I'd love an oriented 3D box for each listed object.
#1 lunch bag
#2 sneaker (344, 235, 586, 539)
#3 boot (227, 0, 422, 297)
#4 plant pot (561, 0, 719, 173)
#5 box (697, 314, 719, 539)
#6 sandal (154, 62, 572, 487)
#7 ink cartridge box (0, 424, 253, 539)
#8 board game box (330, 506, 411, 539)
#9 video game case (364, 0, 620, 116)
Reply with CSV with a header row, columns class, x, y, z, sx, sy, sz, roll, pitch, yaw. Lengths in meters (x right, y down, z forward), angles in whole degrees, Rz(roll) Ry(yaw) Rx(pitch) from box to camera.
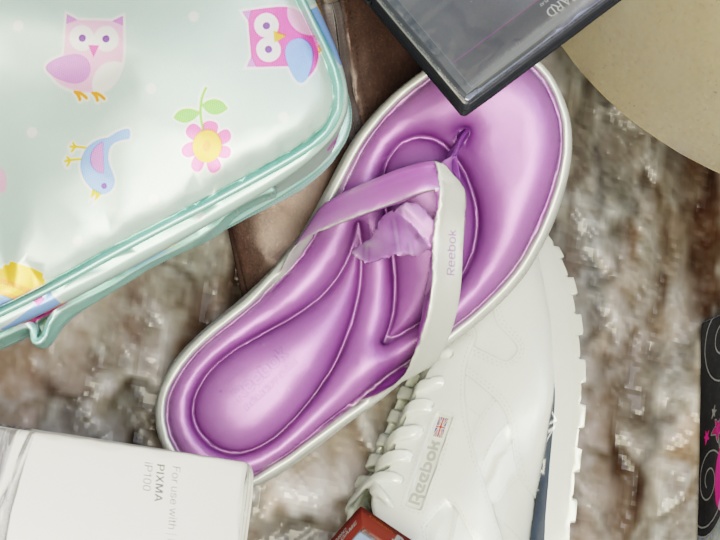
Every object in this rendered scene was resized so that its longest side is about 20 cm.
class,x,y,z,sx,sy,sz,roll,pitch,yaw
lunch bag,-0.111,-0.063,1.045,0.200,0.077,0.161,-28,89,-1
sneaker,0.037,0.073,1.109,0.080,0.076,0.201,6,74,-11
boot,0.009,-0.096,1.146,0.200,0.072,0.167,-24,98,-22
plant pot,0.190,-0.163,1.117,0.187,0.200,0.188,15,43,-14
box,0.229,0.058,1.116,0.132,0.200,0.115,9,73,-20
sandal,0.006,0.005,1.078,0.082,0.050,0.203,40,93,-1
ink cartridge box,-0.153,0.098,0.981,0.199,0.146,0.083,10,74,-20
board game box,0.047,0.179,1.073,0.200,0.019,0.103,36,107,-16
video game case,0.030,-0.172,1.059,0.143,0.019,0.200,-37,77,-12
